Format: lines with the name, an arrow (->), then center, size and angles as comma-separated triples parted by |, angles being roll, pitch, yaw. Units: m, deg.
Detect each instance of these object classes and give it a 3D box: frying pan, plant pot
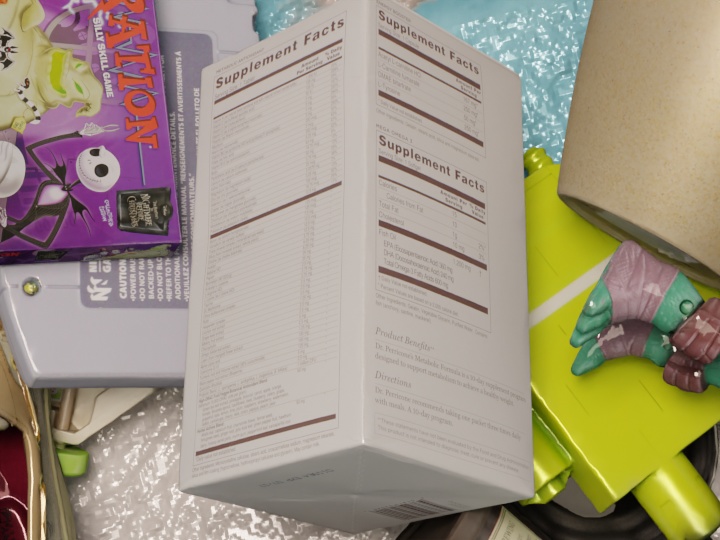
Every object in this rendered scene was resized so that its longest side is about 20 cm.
frying pan -> 0.153, 0.102, 0.777 | 0.189, 0.031, 0.116 | 25, 88, -1
plant pot -> 0.174, -0.100, 0.696 | 0.186, 0.187, 0.201 | 30, 90, 0

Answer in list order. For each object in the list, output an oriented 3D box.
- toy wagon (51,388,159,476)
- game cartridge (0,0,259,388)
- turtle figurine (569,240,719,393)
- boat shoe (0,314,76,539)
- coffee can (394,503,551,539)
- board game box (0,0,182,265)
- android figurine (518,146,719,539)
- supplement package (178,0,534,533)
toy wagon -> -0.147, 0.020, 0.774 | 0.198, 0.040, 0.157 | 12, 91, -1
game cartridge -> -0.110, -0.044, 0.736 | 0.132, 0.041, 0.202 | 3, 73, -21
turtle figurine -> 0.185, 0.062, 0.648 | 0.199, 0.150, 0.101 | 30, 62, 17
boat shoe -> -0.179, 0.066, 0.720 | 0.073, 0.066, 0.202 | -19, 92, 0
coffee can -> 0.082, 0.214, 0.721 | 0.200, 0.146, 0.147 | 41, 90, 0
board game box -> -0.151, -0.102, 0.706 | 0.119, 0.032, 0.202 | -3, 75, -24
android figurine -> 0.123, 0.029, 0.748 | 0.181, 0.041, 0.200 | -35, 76, -17
supplement package -> 0.000, 0.000, 0.687 | 0.113, 0.109, 0.202 | -18, 61, 40
